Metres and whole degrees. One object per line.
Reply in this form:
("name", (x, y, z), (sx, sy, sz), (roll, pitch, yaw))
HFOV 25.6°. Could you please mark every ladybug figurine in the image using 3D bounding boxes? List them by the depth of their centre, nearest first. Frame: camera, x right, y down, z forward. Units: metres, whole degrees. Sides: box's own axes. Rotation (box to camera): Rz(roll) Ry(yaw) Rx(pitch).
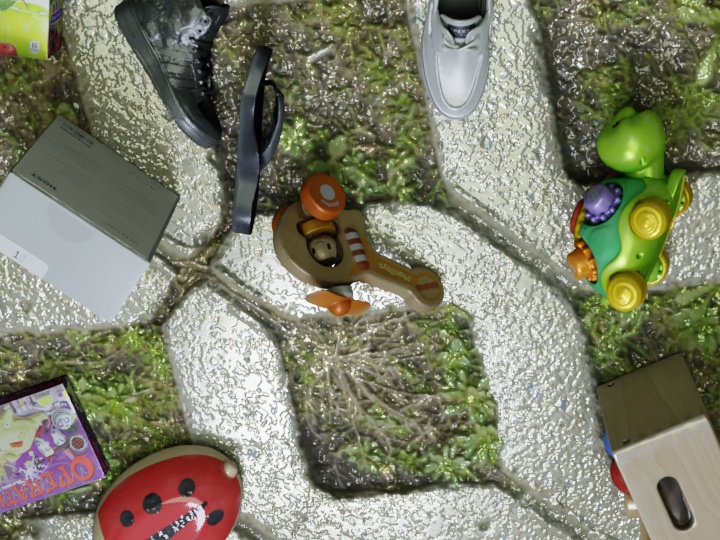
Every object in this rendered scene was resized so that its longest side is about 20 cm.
("ladybug figurine", (-0.212, 0.273, 1.726), (0.200, 0.072, 0.136), (-42, 103, 15))

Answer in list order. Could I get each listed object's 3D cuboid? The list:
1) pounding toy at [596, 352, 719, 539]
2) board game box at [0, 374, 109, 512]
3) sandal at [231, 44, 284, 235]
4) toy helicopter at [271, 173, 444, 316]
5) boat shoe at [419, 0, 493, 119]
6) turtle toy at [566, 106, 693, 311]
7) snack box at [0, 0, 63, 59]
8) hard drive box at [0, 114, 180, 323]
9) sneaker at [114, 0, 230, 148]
("pounding toy", (0.315, 0.230, 1.630), (0.141, 0.184, 0.202), (-23, 108, 10))
("board game box", (-0.389, 0.201, 1.733), (0.198, 0.032, 0.121), (-20, 112, 9))
("sandal", (-0.098, -0.131, 1.580), (0.042, 0.076, 0.202), (8, 120, 1))
("toy helicopter", (0.000, 0.000, 1.600), (0.198, 0.134, 0.079), (23, 140, -24))
("boat shoe", (0.093, -0.241, 1.533), (0.073, 0.065, 0.203), (-2, 109, 3))
("turtle toy", (0.264, -0.060, 1.564), (0.100, 0.146, 0.202), (21, 110, 17))
("snack box", (-0.371, -0.316, 1.525), (0.166, 0.068, 0.203), (6, 108, 1))
("hard drive box", (-0.271, -0.056, 1.543), (0.155, 0.200, 0.077), (34, 108, -9))
("sneaker", (-0.166, -0.227, 1.551), (0.104, 0.060, 0.201), (-29, 102, 16))
